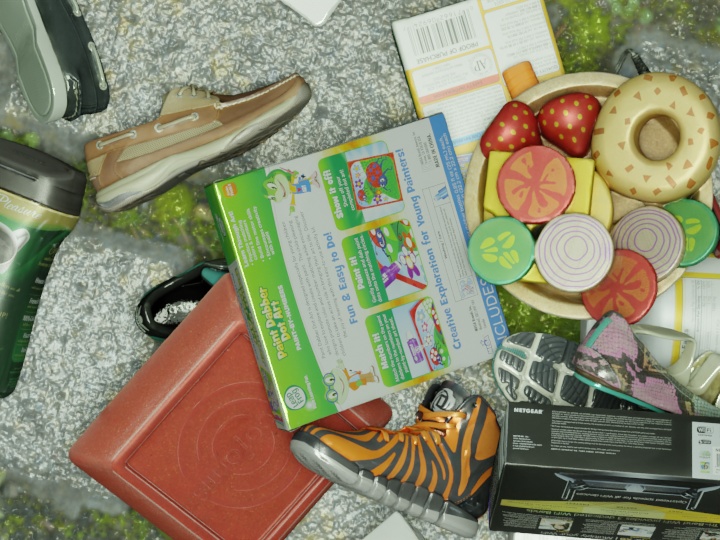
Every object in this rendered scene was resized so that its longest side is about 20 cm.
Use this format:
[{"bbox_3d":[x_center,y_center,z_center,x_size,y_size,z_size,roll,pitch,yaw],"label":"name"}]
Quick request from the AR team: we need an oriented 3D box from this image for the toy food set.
[{"bbox_3d":[0.176,-0.057,1.425,0.198,0.049,0.200,5,82,13],"label":"toy food set"}]

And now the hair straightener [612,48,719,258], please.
[{"bbox_3d":[0.231,-0.094,1.489,0.076,0.041,0.201,-8,62,-10],"label":"hair straightener"}]

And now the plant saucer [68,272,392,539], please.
[{"bbox_3d":[-0.097,0.137,1.495,0.200,0.037,0.200,-48,116,1],"label":"plant saucer"}]

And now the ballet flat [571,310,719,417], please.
[{"bbox_3d":[0.241,0.085,1.410,0.199,0.069,0.071,30,93,-37],"label":"ballet flat"}]

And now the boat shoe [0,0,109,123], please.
[{"bbox_3d":[-0.262,-0.215,1.527,0.060,0.075,0.201,-10,79,-36],"label":"boat shoe"}]

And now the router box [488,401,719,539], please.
[{"bbox_3d":[0.201,0.158,1.410,0.198,0.158,0.053,5,64,1],"label":"router box"}]

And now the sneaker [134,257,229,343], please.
[{"bbox_3d":[-0.087,0.018,1.512,0.199,0.080,0.072,-19,89,1],"label":"sneaker"}]

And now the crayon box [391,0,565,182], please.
[{"bbox_3d":[0.112,-0.123,1.523,0.125,0.052,0.201,-16,89,2],"label":"crayon box"}]

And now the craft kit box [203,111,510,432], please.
[{"bbox_3d":[0.000,0.000,1.453,0.196,0.048,0.201,-17,93,-18],"label":"craft kit box"}]

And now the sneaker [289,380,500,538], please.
[{"bbox_3d":[0.035,0.133,1.492,0.199,0.077,0.113,27,82,-39],"label":"sneaker"}]

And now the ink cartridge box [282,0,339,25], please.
[{"bbox_3d":[-0.016,-0.306,1.509,0.116,0.068,0.200,37,91,1],"label":"ink cartridge box"}]

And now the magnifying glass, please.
[{"bbox_3d":[0.160,-0.071,1.465,0.079,0.022,0.201,-24,75,8],"label":"magnifying glass"}]

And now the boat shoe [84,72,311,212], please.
[{"bbox_3d":[-0.136,-0.118,1.518,0.199,0.076,0.072,-26,88,-1],"label":"boat shoe"}]

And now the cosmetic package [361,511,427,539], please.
[{"bbox_3d":[-0.005,0.301,1.489,0.200,0.113,0.081,-40,45,3],"label":"cosmetic package"}]

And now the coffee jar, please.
[{"bbox_3d":[-0.299,-0.005,1.515,0.104,0.085,0.201,22,91,4],"label":"coffee jar"}]

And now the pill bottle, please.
[{"bbox_3d":[0.279,0.040,1.490,0.198,0.112,0.113,3,90,3],"label":"pill bottle"}]

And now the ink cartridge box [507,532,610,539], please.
[{"bbox_3d":[0.219,0.246,1.514,0.198,0.068,0.117,5,90,1],"label":"ink cartridge box"}]

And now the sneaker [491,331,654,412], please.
[{"bbox_3d":[0.180,0.114,1.482,0.199,0.080,0.078,30,75,-23],"label":"sneaker"}]
